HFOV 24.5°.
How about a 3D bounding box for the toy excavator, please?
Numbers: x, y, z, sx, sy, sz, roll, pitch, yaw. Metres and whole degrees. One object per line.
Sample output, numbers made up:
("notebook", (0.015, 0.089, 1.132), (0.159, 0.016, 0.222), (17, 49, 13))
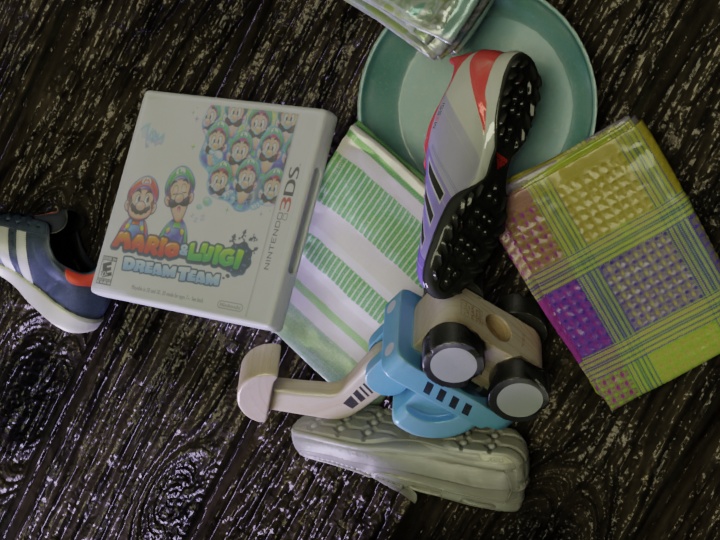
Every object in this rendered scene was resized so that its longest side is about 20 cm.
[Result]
("toy excavator", (0.026, 0.083, 1.309), (0.194, 0.100, 0.200), (29, 126, -21))

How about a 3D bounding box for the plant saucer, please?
("plant saucer", (0.096, -0.130, 1.328), (0.199, 0.036, 0.202), (1, 94, 21))

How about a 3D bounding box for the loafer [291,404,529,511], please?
("loafer", (0.038, 0.156, 1.345), (0.199, 0.070, 0.070), (9, 116, 19))

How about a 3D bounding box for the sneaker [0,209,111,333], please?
("sneaker", (-0.296, -0.032, 1.468), (0.199, 0.075, 0.085), (34, 106, 6))

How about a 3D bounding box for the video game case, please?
("video game case", (-0.125, -0.054, 1.378), (0.199, 0.024, 0.183), (10, 82, 35))

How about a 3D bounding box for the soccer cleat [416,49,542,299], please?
("soccer cleat", (0.076, -0.075, 1.270), (0.073, 0.068, 0.201), (10, 77, 38))

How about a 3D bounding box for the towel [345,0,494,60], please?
("towel", (0.055, -0.285, 1.306), (0.171, 0.048, 0.201), (35, 94, 24))

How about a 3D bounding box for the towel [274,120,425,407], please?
("towel", (0.000, 0.000, 1.356), (0.152, 0.023, 0.201), (40, 118, 14))

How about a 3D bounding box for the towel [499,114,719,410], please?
("towel", (0.200, -0.007, 1.279), (0.143, 0.023, 0.201), (-30, 95, 19))
